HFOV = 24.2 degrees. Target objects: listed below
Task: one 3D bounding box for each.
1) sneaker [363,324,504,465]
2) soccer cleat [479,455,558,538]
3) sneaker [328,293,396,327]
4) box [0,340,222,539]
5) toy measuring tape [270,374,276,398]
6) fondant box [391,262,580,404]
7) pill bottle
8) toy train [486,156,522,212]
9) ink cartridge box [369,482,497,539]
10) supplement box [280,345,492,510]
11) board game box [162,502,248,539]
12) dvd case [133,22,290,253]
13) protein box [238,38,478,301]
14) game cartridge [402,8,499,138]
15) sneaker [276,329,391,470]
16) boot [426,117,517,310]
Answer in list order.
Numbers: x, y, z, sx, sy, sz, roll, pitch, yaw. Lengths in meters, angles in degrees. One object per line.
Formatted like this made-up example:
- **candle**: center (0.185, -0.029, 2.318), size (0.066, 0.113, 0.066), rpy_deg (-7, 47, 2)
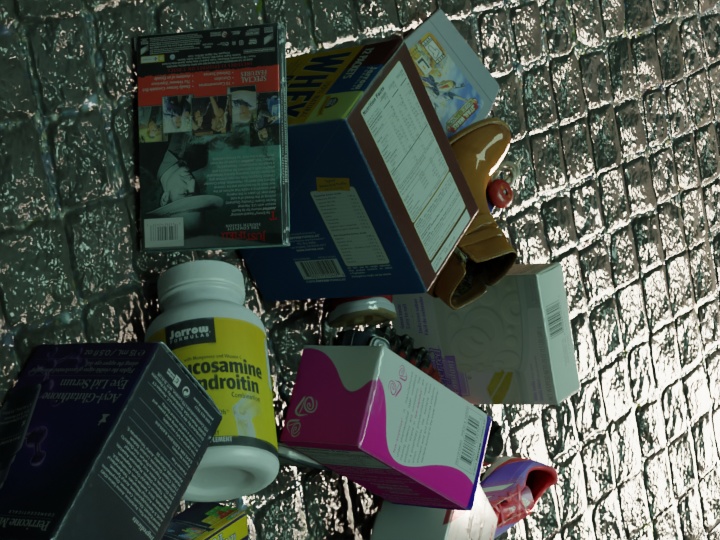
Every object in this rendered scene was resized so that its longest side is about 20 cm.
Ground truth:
- **sneaker**: center (0.059, 0.149, 1.818), size (0.200, 0.098, 0.071), rpy_deg (45, 35, -3)
- **soccer cleat**: center (0.159, 0.277, 1.962), size (0.200, 0.073, 0.069), rpy_deg (-36, 117, -50)
- **sneaker**: center (0.000, 0.000, 1.722), size (0.200, 0.071, 0.113), rpy_deg (34, 51, -87)
- **box**: center (-0.229, 0.165, 1.366), size (0.104, 0.147, 0.201), rpy_deg (55, 46, -36)
- **toy measuring tape**: center (-0.135, 0.177, 1.572), size (0.200, 0.073, 0.074), rpy_deg (-55, 130, -29)
- **fondant box**: center (0.132, 0.071, 1.832), size (0.058, 0.199, 0.145), rpy_deg (-23, 106, -51)
- **pill bottle**: center (-0.136, 0.097, 1.508), size (0.112, 0.112, 0.201), rpy_deg (28, 46, -50)
- **toy train**: center (0.116, -0.112, 1.938), size (0.116, 0.084, 0.200), rpy_deg (52, 47, -21)
- **ink cartridge box**: center (0.079, 0.291, 1.791), size (0.200, 0.083, 0.146), rpy_deg (60, 41, -59)
- **supplement box**: center (0.028, 0.154, 1.631), size (0.200, 0.103, 0.102), rpy_deg (37, 61, -47)
- **board game box**: center (-0.176, 0.319, 1.483), size (0.200, 0.056, 0.166), rpy_deg (-27, 119, -52)
- **dvd case**: center (-0.135, -0.119, 1.527), size (0.022, 0.145, 0.201), rpy_deg (9, 78, -71)
- **protein box**: center (-0.027, -0.092, 1.624), size (0.135, 0.198, 0.201), rpy_deg (-55, 130, -42)
- **game cartridge**: center (0.079, -0.200, 1.885), size (0.133, 0.041, 0.200), rpy_deg (48, 44, -5)
- **sneaker**: center (-0.033, 0.130, 1.696), size (0.202, 0.077, 0.147), rpy_deg (12, 83, -58)
- **boot**: center (0.118, -0.060, 1.779), size (0.200, 0.155, 0.077), rpy_deg (-43, 131, -4)
